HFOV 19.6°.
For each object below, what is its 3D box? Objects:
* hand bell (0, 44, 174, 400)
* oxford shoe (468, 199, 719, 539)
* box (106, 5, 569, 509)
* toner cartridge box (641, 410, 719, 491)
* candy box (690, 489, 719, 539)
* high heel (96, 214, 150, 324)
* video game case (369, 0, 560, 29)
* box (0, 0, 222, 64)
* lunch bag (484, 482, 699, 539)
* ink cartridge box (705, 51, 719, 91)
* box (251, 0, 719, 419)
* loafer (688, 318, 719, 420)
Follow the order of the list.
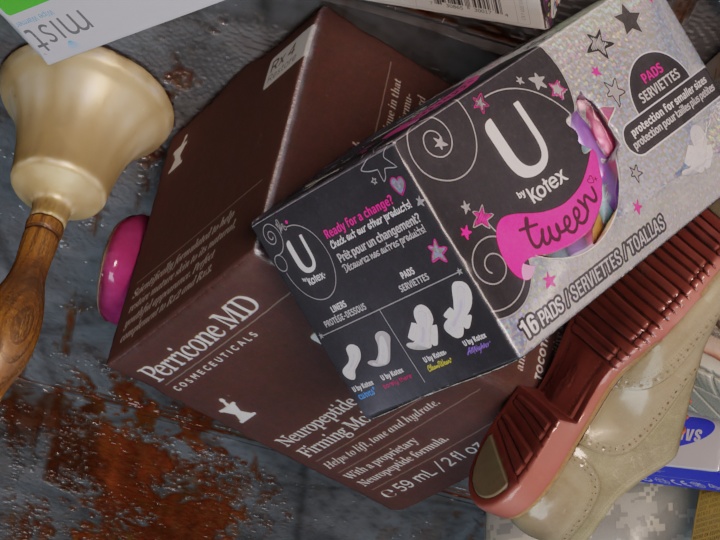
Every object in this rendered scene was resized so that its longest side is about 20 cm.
[{"bbox_3d":[-0.175,-0.017,1.139,0.103,0.201,0.104,9,146,6],"label":"hand bell"},{"bbox_3d":[0.139,0.051,1.041,0.075,0.071,0.200,34,102,-25],"label":"oxford shoe"},{"bbox_3d":[0.000,0.000,1.137,0.199,0.165,0.166,28,144,-22],"label":"box"},{"bbox_3d":[0.151,0.070,1.201,0.043,0.096,0.199,29,161,-38],"label":"toner cartridge box"},{"bbox_3d":[0.257,0.121,1.195,0.116,0.201,0.056,28,152,-22],"label":"candy box"},{"bbox_3d":[-0.090,0.012,1.235,0.095,0.068,0.200,14,179,12],"label":"high heel"},{"bbox_3d":[-0.012,-0.194,0.946,0.198,0.036,0.182,12,148,20],"label":"video game case"},{"bbox_3d":[-0.108,-0.199,0.879,0.199,0.097,0.177,-12,130,42],"label":"box"},{"bbox_3d":[0.175,0.149,1.295,0.199,0.169,0.140,-8,142,29],"label":"lunch bag"},{"bbox_3d":[0.239,-0.055,1.105,0.161,0.051,0.200,18,164,-9],"label":"ink cartridge box"},{"bbox_3d":[0.071,-0.038,0.994,0.115,0.200,0.132,57,143,-4],"label":"box"},{"bbox_3d":[0.160,0.029,1.129,0.072,0.063,0.199,46,163,-30],"label":"loafer"}]
